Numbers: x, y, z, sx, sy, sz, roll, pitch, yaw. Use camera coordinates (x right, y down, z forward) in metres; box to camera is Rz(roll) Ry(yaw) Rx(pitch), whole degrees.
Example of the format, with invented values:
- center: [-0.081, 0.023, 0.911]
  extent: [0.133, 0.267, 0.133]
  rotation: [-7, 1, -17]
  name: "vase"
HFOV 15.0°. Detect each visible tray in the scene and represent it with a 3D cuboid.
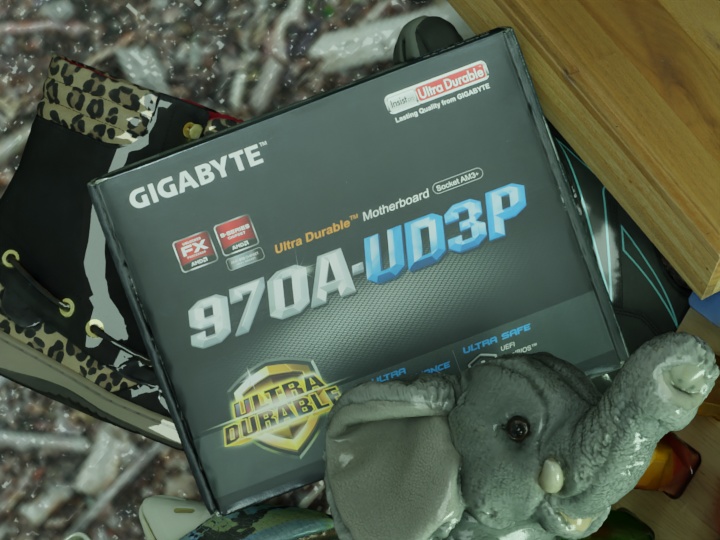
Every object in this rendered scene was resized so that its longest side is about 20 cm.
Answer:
- center: [0.132, -0.088, 1.223]
  extent: [0.098, 0.037, 0.200]
  rotation: [-25, 62, -26]
  name: "tray"

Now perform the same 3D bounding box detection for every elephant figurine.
- center: [0.056, 0.088, 1.122]
  extent: [0.154, 0.142, 0.201]
  rotation: [15, 107, 9]
  name: "elephant figurine"

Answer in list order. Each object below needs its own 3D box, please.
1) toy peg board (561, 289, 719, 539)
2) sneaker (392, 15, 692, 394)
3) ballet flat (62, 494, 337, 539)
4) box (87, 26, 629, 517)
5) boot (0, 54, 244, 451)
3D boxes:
- center: [0.176, 0.100, 1.179]
  extent: [0.200, 0.098, 0.200]
  rotation: [39, 106, 35]
  name: "toy peg board"
- center: [0.085, -0.036, 1.271]
  extent: [0.079, 0.075, 0.201]
  rotation: [-31, 95, -9]
  name: "sneaker"
- center: [-0.105, 0.143, 1.276]
  extent: [0.199, 0.074, 0.074]
  rotation: [-27, 88, -1]
  name: "ballet flat"
- center: [0.000, 0.000, 1.207]
  extent: [0.199, 0.046, 0.160]
  rotation: [-20, 96, 1]
  name: "box"
- center: [-0.088, -0.002, 1.273]
  extent: [0.199, 0.073, 0.151]
  rotation: [21, 93, 10]
  name: "boot"
